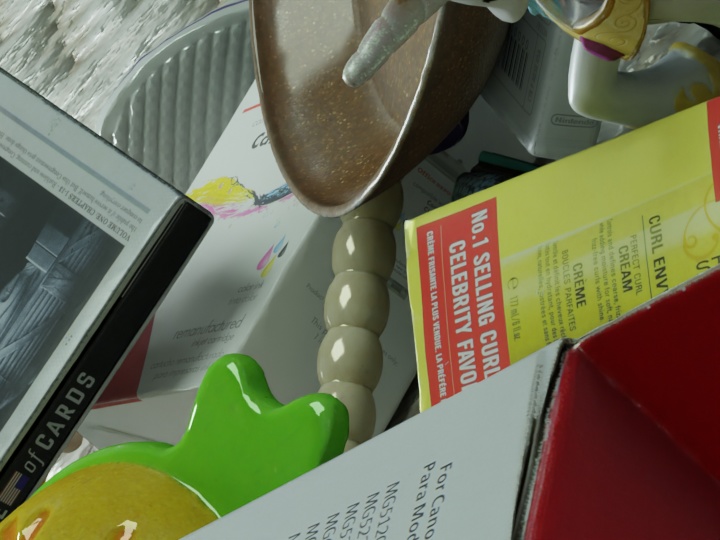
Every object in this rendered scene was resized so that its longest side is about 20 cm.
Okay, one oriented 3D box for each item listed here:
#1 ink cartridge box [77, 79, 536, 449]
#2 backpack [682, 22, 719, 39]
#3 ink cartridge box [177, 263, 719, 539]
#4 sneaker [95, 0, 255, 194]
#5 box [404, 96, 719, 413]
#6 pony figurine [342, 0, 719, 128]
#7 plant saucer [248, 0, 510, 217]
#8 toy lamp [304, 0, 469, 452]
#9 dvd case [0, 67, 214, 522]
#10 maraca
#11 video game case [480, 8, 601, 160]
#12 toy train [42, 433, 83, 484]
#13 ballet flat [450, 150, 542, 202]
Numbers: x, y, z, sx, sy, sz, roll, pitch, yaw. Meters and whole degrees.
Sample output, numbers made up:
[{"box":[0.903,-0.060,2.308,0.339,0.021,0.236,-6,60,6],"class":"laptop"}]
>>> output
[{"box":[-0.012,-0.016,1.063,0.116,0.067,0.200,-12,42,55],"class":"ink cartridge box"},{"box":[0.136,-0.170,0.917,0.191,0.154,0.200,-64,26,-3],"class":"backpack"},{"box":[0.065,0.114,0.561,0.175,0.200,0.084,-31,29,35],"class":"ink cartridge box"},{"box":[-0.020,-0.098,1.198,0.200,0.073,0.114,-31,20,-3],"class":"sneaker"},{"box":[0.102,-0.005,0.687,0.200,0.050,0.075,-21,64,38],"class":"box"},{"box":[0.083,-0.116,0.721,0.166,0.200,0.193,25,96,43],"class":"pony figurine"},{"box":[0.011,-0.115,0.893,0.200,0.037,0.201,-177,90,-72],"class":"plant saucer"},{"box":[0.000,0.000,0.959,0.058,0.058,0.200,-17,57,50],"class":"toy lamp"},{"box":[-0.150,0.033,1.019,0.150,0.025,0.200,33,89,45],"class":"dvd case"},{"box":[-0.056,0.111,0.871,0.200,0.107,0.137,-43,65,36],"class":"maraca"},{"box":[0.045,-0.154,0.888,0.200,0.023,0.182,-122,39,-60],"class":"video game case"},{"box":[-0.125,0.030,1.110,0.150,0.056,0.200,-64,-6,-3],"class":"toy train"},{"box":[0.088,0.006,0.883,0.074,0.074,0.200,-53,22,-13],"class":"ballet flat"}]
